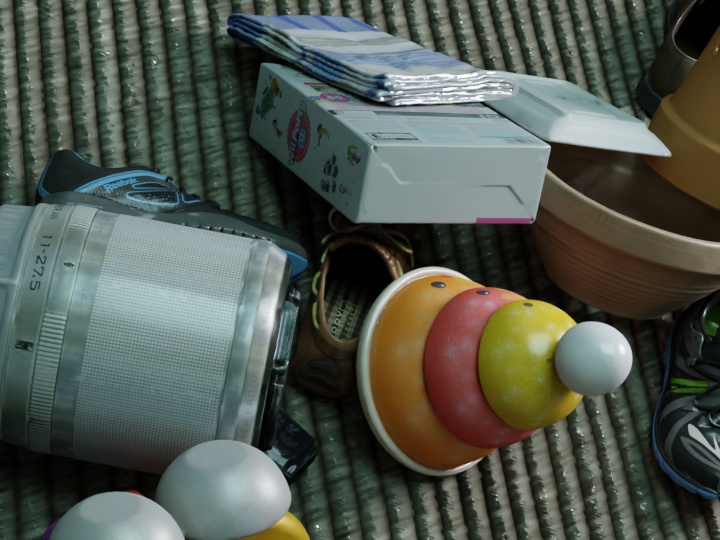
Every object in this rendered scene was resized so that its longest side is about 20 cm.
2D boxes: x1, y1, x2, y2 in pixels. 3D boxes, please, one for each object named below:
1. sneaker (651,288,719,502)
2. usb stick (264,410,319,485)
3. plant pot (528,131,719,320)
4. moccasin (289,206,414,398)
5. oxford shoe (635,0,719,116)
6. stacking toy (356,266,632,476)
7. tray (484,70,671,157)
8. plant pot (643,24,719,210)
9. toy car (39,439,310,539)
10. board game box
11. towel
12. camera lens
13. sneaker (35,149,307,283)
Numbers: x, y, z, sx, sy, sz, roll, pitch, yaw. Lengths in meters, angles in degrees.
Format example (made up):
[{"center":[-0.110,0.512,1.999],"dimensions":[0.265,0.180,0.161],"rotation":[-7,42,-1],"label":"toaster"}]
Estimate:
[{"center":[0.263,0.088,1.791],"dimensions":[0.071,0.083,0.200],"rotation":[19,46,-11],"label":"sneaker"},{"center":[-0.115,0.072,1.645],"dimensions":[0.200,0.033,0.055],"rotation":[39,39,9],"label":"usb stick"},{"center":[0.202,-0.026,1.829],"dimensions":[0.200,0.093,0.201],"rotation":[17,21,-7],"label":"plant pot"},{"center":[-0.002,-0.001,1.734],"dimensions":[0.074,0.078,0.202],"rotation":[28,43,1],"label":"moccasin"},{"center":[0.302,-0.210,2.071],"dimensions":[0.073,0.085,0.200],"rotation":[27,43,-1],"label":"oxford shoe"},{"center":[0.108,0.064,1.629],"dimensions":[0.146,0.200,0.147],"rotation":[6,82,-42],"label":"stacking toy"},{"center":[0.159,-0.126,1.886],"dimensions":[0.107,0.022,0.200],"rotation":[7,14,-20],"label":"tray"},{"center":[0.332,-0.125,1.865],"dimensions":[0.199,0.140,0.200],"rotation":[16,20,-6],"label":"plant pot"},{"center":[-0.132,0.194,1.462],"dimensions":[0.150,0.176,0.200],"rotation":[19,32,41],"label":"toy car"},{"center":[0.025,-0.094,1.775],"dimensions":[0.147,0.064,0.200],"rotation":[1,21,-26],"label":"board game box"},{"center":[0.008,-0.165,1.844],"dimensions":[0.147,0.024,0.200],"rotation":[-5,23,-41],"label":"towel"},{"center":[-0.145,0.046,1.544],"dimensions":[0.199,0.160,0.160],"rotation":[10,46,-1],"label":"camera lens"},{"center":[-0.131,-0.038,1.704],"dimensions":[0.199,0.073,0.082],"rotation":[14,45,-18],"label":"sneaker"}]
